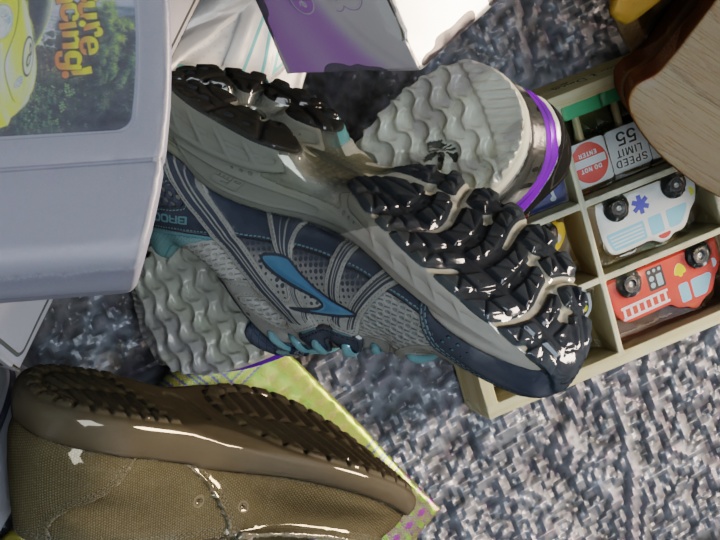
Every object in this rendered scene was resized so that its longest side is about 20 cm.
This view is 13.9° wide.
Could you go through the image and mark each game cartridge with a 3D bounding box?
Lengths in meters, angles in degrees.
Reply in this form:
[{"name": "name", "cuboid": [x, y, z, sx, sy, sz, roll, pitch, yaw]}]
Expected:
[{"name": "game cartridge", "cuboid": [-0.132, -0.088, 1.009, 0.133, 0.041, 0.200, -4, 81, -12]}]

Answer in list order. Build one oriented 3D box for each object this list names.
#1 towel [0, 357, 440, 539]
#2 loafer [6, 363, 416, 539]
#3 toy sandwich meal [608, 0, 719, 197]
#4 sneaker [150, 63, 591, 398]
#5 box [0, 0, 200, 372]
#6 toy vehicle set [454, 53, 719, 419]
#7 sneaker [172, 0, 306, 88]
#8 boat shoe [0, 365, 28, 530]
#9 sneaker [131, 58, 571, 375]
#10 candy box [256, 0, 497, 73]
[{"name": "towel", "cuboid": [-0.077, 0.129, 1.246, 0.200, 0.023, 0.144, -47, 111, -10]}, {"name": "loafer", "cuboid": [-0.065, 0.085, 1.184, 0.200, 0.076, 0.067, 16, 105, -38]}, {"name": "toy sandwich meal", "cuboid": [0.190, -0.116, 1.220, 0.205, 0.070, 0.205, -1, 128, -1]}, {"name": "sneaker", "cuboid": [0.000, 0.000, 1.122, 0.078, 0.200, 0.086, -20, 136, -50]}, {"name": "box", "cuboid": [-0.129, -0.076, 1.089, 0.200, 0.060, 0.117, -66, 156, -11]}, {"name": "toy vehicle set", "cuboid": [0.122, -0.030, 1.297, 0.200, 0.027, 0.124, -22, 106, -18]}, {"name": "sneaker", "cuboid": [-0.072, -0.065, 1.191, 0.200, 0.070, 0.080, -45, 114, -10]}, {"name": "boat shoe", "cuboid": [-0.200, 0.113, 1.164, 0.067, 0.074, 0.200, 36, 85, -23]}, {"name": "sneaker", "cuboid": [0.004, -0.012, 1.207, 0.200, 0.099, 0.070, -29, 74, 24]}, {"name": "candy box", "cuboid": [0.024, -0.192, 1.076, 0.200, 0.072, 0.168, -42, 120, -36]}]
